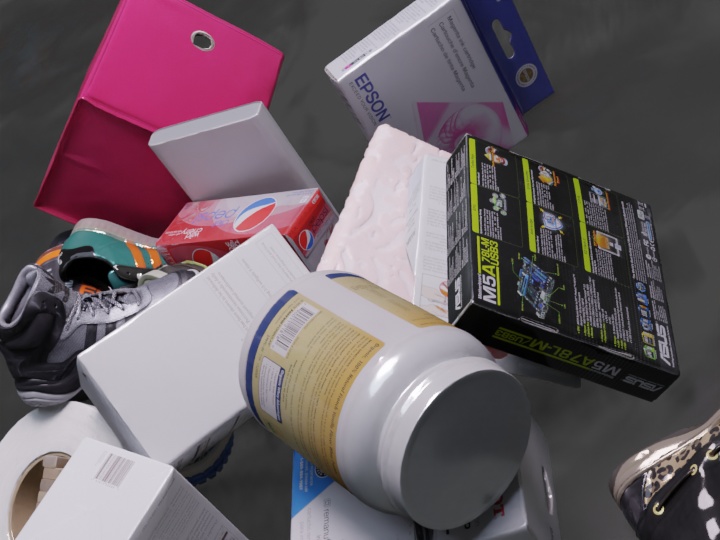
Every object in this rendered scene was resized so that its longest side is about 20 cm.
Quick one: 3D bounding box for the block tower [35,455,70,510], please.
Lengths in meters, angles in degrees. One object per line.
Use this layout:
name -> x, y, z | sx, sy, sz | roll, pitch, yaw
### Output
block tower -> -0.244, 0.257, 1.026 | 0.058, 0.054, 0.201 | -3, 73, 33

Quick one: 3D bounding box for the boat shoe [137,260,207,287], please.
boat shoe -> -0.122, 0.046, 1.189 | 0.201, 0.072, 0.061 | 29, 37, 24

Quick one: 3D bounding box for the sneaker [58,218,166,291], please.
sneaker -> -0.227, 0.007, 1.327 | 0.199, 0.072, 0.080 | 13, 47, 5

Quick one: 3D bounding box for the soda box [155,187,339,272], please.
soda box -> -0.111, -0.031, 1.224 | 0.200, 0.063, 0.070 | -3, 43, 43

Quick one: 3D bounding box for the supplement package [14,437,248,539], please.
supplement package -> -0.160, 0.241, 0.992 | 0.113, 0.200, 0.110 | 10, 58, 39

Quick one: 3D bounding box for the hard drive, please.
hard drive -> -0.110, -0.081, 1.277 | 0.131, 0.200, 0.027 | -12, 45, 26

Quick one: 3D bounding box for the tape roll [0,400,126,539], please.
tape roll -> -0.261, 0.224, 1.127 | 0.202, 0.071, 0.203 | -12, 68, 31

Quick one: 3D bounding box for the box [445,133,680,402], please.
box -> 0.164, -0.005, 1.029 | 0.200, 0.192, 0.048 | -88, 21, -43

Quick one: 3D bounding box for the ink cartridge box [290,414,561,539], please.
ink cartridge box -> 0.049, 0.191, 0.986 | 0.199, 0.084, 0.145 | -20, 42, 17

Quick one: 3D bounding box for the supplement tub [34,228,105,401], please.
supplement tub -> -0.319, 0.042, 1.376 | 0.107, 0.107, 0.200 | -24, 41, 13

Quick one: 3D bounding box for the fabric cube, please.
fabric cube -> -0.225, -0.160, 1.386 | 0.200, 0.196, 0.200 | -50, 21, 46

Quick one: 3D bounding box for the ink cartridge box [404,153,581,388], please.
ink cartridge box -> 0.117, 0.004, 1.091 | 0.159, 0.047, 0.201 | 13, 60, -11

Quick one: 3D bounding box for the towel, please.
towel -> 0.070, -0.020, 1.133 | 0.032, 0.190, 0.200 | 121, 171, -57

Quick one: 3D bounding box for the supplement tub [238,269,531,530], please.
supplement tub -> 0.016, 0.094, 0.925 | 0.144, 0.145, 0.200 | -46, 40, -13

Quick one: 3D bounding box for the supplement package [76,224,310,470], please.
supplement package -> -0.125, 0.075, 1.051 | 0.200, 0.117, 0.117 | -35, -7, -18

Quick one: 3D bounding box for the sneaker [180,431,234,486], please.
sneaker -> -0.151, 0.106, 1.211 | 0.077, 0.085, 0.200 | -12, 44, 26

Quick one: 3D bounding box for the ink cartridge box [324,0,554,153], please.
ink cartridge box -> 0.092, -0.183, 1.240 | 0.200, 0.197, 0.043 | -35, 41, 1

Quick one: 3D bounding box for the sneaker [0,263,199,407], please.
sneaker -> -0.243, 0.035, 1.114 | 0.200, 0.114, 0.076 | -31, 34, -2

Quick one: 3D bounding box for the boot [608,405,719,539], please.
boot -> 0.282, 0.161, 0.859 | 0.200, 0.073, 0.151 | -29, 38, 13
